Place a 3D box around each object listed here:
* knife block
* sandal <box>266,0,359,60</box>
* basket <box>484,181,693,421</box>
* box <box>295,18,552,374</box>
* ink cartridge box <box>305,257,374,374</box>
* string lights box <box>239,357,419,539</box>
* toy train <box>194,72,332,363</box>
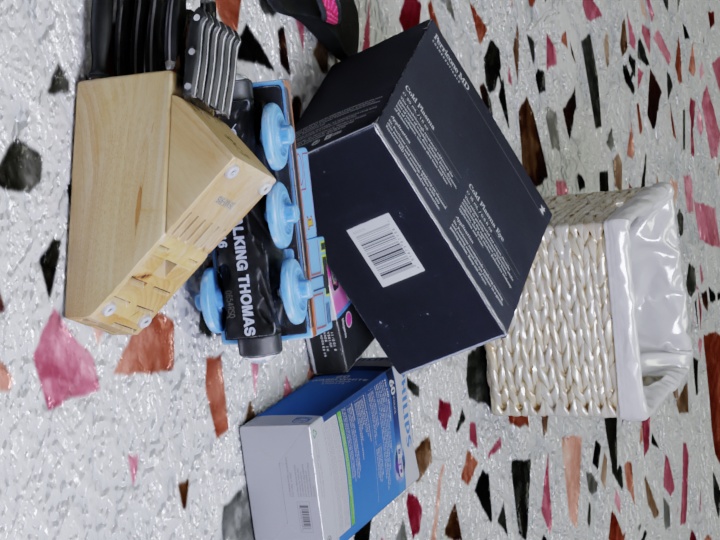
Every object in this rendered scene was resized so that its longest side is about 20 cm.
[{"bbox_3d":[-0.148,-0.084,1.403,0.200,0.176,0.064,-48,154,8],"label":"knife block"},{"bbox_3d":[-0.029,-0.221,1.711,0.200,0.045,0.076,35,55,-63],"label":"sandal"},{"bbox_3d":[0.217,0.031,2.129,0.198,0.160,0.201,-31,115,-65],"label":"basket"},{"bbox_3d":[0.043,-0.058,1.714,0.200,0.104,0.182,57,31,-19],"label":"box"},{"bbox_3d":[0.000,0.000,1.771,0.200,0.037,0.095,-51,133,-62],"label":"ink cartridge box"},{"bbox_3d":[-0.019,0.139,1.670,0.200,0.059,0.103,-30,115,-66],"label":"string lights box"},{"bbox_3d":[-0.073,-0.038,1.538,0.114,0.086,0.201,-21,105,-76],"label":"toy train"}]
